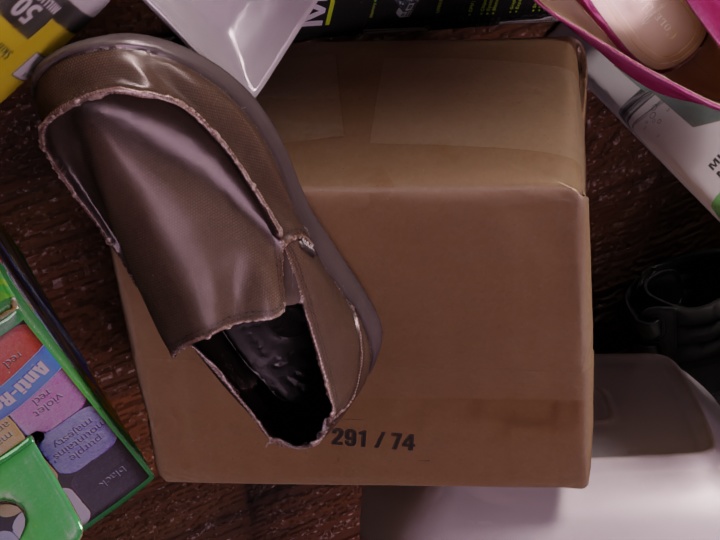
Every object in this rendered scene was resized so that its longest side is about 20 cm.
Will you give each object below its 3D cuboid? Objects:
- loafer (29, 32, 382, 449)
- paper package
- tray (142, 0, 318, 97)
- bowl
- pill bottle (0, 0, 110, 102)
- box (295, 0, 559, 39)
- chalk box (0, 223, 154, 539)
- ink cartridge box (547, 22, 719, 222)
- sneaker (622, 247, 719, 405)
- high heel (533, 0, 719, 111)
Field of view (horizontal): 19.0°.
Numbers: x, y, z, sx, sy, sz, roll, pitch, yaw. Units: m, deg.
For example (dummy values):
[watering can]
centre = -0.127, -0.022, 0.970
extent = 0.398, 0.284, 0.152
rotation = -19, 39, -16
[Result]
[loafer]
centre = -0.052, -0.006, 0.809
extent = 0.073, 0.071, 0.200
rotation = -24, 127, 24
[paper package]
centre = 0.000, 0.000, 0.930
extent = 0.200, 0.104, 0.191
rotation = -1, 133, 5
[tray]
centre = -0.083, -0.165, 0.800
extent = 0.200, 0.022, 0.107
rotation = 46, 64, -31
[bowl]
centre = 0.099, 0.099, 1.041
extent = 0.199, 0.200, 0.075
rotation = -2, 110, -1
[pill bottle]
centre = -0.197, -0.077, 0.785
extent = 0.200, 0.111, 0.111
rotation = -42, 136, 4
[box]
centre = 0.057, -0.196, 0.903
extent = 0.193, 0.048, 0.200
rotation = -6, 129, -26
[chalk box]
centre = -0.174, 0.049, 0.839
extent = 0.124, 0.200, 0.124
rotation = -34, 136, -5
[ink cartridge box]
centre = 0.197, -0.089, 0.972
extent = 0.146, 0.200, 0.084
rotation = -46, 133, 8
[sneaker]
centre = 0.149, 0.058, 1.166
extent = 0.200, 0.071, 0.099
rotation = -33, 118, 11
[high heel]
centre = 0.086, -0.129, 0.875
extent = 0.067, 0.096, 0.200
rotation = -44, 138, 8
